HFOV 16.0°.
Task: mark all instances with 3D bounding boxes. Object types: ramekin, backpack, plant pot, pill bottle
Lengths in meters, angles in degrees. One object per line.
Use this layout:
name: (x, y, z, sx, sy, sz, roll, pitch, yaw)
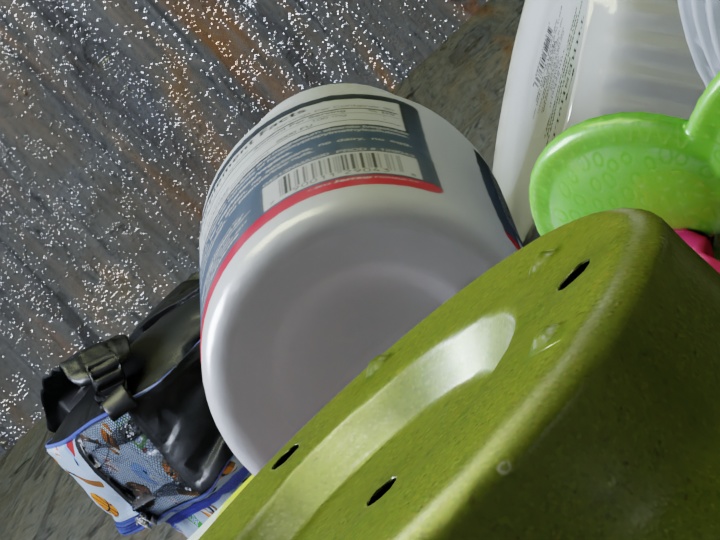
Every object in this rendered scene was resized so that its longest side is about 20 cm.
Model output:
ramekin: (0.119, -0.066, 1.001, 0.200, 0.105, 0.200, -170, 90, -84)
backpack: (-0.086, 0.074, 1.480, 0.200, 0.154, 0.190, -39, 11, -31)
plant pot: (0.062, 0.100, 0.435, 0.200, 0.193, 0.200, -43, 8, 7)
pill bottle: (0.000, 0.000, 0.944, 0.120, 0.120, 0.200, -42, 16, 10)

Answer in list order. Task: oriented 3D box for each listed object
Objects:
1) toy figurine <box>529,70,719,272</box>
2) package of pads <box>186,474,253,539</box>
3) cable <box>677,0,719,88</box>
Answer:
toy figurine: (0.108, 0.047, 0.662, 0.200, 0.150, 0.184, 1, 46, 30)
package of pads: (-0.039, 0.133, 1.066, 0.155, 0.068, 0.200, -45, -8, -13)
cable: (0.179, -0.070, 0.712, 0.200, 0.200, 0.069, -8, 42, 55)
